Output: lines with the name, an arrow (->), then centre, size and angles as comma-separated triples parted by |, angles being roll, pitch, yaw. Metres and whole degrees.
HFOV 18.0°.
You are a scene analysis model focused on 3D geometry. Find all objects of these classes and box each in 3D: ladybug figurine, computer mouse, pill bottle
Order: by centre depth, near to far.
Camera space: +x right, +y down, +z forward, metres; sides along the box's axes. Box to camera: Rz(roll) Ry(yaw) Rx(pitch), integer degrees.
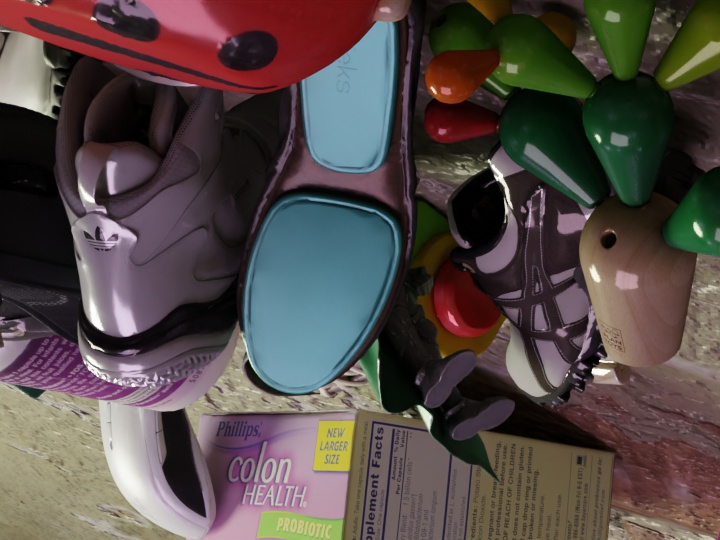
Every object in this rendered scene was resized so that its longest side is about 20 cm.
ladybug figurine -> -0.080, -0.112, 0.788 | 0.199, 0.072, 0.136 | 17, 173, 12
computer mouse -> -0.134, -0.021, 0.971 | 0.052, 0.139, 0.200 | -21, 163, 15
pill bottle -> -0.168, 0.007, 1.215 | 0.112, 0.113, 0.199 | 2, 171, 45
computer mouse -> -0.140, 0.074, 1.373 | 0.044, 0.201, 0.109 | -20, -174, -32

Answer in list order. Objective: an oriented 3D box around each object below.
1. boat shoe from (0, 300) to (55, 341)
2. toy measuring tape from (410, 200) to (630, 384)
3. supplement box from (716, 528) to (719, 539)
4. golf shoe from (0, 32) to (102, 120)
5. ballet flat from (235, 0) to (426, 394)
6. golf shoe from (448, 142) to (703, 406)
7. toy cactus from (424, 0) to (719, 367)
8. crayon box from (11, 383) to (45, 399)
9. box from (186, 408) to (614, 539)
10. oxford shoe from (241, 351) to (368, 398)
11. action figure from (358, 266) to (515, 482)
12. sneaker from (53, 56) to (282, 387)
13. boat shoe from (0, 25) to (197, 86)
boat shoe -> -0.099, -0.007, 1.129 | 0.199, 0.068, 0.072 | -8, -148, -17
toy measuring tape -> 0.062, 0.032, 1.167 | 0.200, 0.074, 0.073 | 36, 157, -35
supplement box -> 0.237, 0.159, 1.113 | 0.101, 0.201, 0.103 | 32, 160, -29
golf shoe -> -0.174, -0.092, 1.078 | 0.094, 0.078, 0.200 | 26, 160, -11
ballet flat -> -0.003, -0.044, 0.909 | 0.068, 0.068, 0.201 | 17, 124, 5
golf shoe -> 0.082, -0.009, 1.008 | 0.094, 0.078, 0.200 | 23, 151, 2
toy cactus -> 0.100, -0.033, 0.845 | 0.199, 0.102, 0.166 | 17, 132, 32
crayon box -> -0.249, -0.020, 1.316 | 0.127, 0.051, 0.200 | 52, -178, 39
box -> 0.024, 0.147, 1.401 | 0.199, 0.097, 0.176 | 12, 170, -34
oxford shoe -> -0.006, 0.042, 1.295 | 0.075, 0.058, 0.200 | 33, 157, -24
action figure -> 0.000, 0.000, 1.044 | 0.200, 0.055, 0.118 | 53, 180, 42
sneaker -> -0.065, -0.051, 0.961 | 0.075, 0.200, 0.115 | 7, 128, 22
boat shoe -> -0.111, -0.126, 0.934 | 0.200, 0.074, 0.061 | 24, 125, 46
